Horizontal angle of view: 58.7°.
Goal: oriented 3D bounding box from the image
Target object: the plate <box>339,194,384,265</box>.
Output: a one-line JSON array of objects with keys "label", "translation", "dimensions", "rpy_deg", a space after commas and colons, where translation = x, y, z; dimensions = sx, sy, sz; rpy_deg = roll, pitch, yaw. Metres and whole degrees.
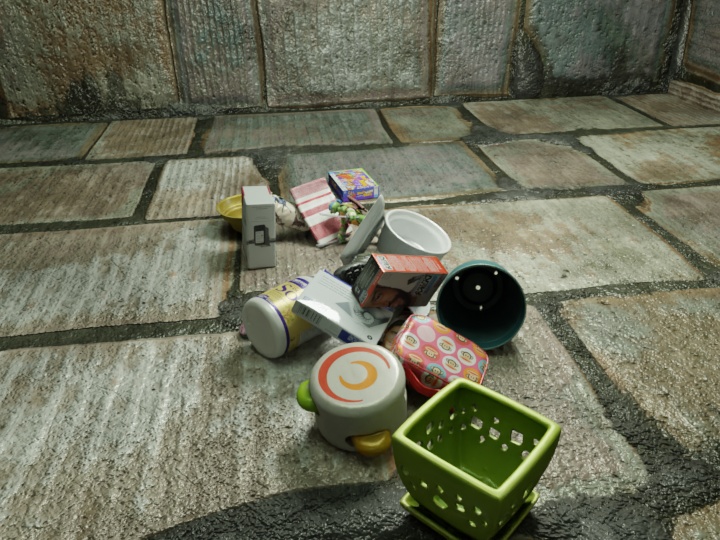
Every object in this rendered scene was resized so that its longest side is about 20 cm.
[{"label": "plate", "translation": [0.015, -0.097, 1.742], "dimensions": [0.032, 0.200, 0.200], "rpy_deg": [33, -5, 7]}]

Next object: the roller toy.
[{"label": "roller toy", "translation": [0.000, 0.244, 1.220], "dimensions": [0.200, 0.140, 0.182], "rpy_deg": [21, 46, 30]}]

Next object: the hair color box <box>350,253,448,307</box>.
[{"label": "hair color box", "translation": [0.090, 0.025, 1.449], "dimensions": [0.200, 0.111, 0.064], "rpy_deg": [2, 42, -37]}]

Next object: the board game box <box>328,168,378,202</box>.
[{"label": "board game box", "translation": [-0.028, -0.314, 2.338], "dimensions": [0.134, 0.045, 0.200], "rpy_deg": [-9, 30, -15]}]

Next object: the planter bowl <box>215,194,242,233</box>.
[{"label": "planter bowl", "translation": [-0.357, -0.172, 2.047], "dimensions": [0.200, 0.084, 0.201], "rpy_deg": [0, 29, 0]}]

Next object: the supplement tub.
[{"label": "supplement tub", "translation": [-0.156, 0.099, 1.482], "dimensions": [0.145, 0.146, 0.200], "rpy_deg": [25, 38, 38]}]

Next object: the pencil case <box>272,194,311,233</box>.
[{"label": "pencil case", "translation": [-0.202, -0.173, 1.977], "dimensions": [0.200, 0.090, 0.078], "rpy_deg": [16, -7, -31]}]

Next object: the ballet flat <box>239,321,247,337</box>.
[{"label": "ballet flat", "translation": [-0.213, 0.095, 1.568], "dimensions": [0.200, 0.071, 0.069], "rpy_deg": [-22, 35, -33]}]

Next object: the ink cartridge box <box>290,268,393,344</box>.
[{"label": "ink cartridge box", "translation": [-0.028, 0.078, 1.421], "dimensions": [0.199, 0.041, 0.200], "rpy_deg": [30, 33, 2]}]

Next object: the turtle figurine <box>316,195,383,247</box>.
[{"label": "turtle figurine", "translation": [-0.023, -0.121, 1.905], "dimensions": [0.193, 0.144, 0.200], "rpy_deg": [19, 32, 5]}]

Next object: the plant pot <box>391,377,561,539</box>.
[{"label": "plant pot", "translation": [0.181, 0.323, 1.027], "dimensions": [0.200, 0.182, 0.199], "rpy_deg": [22, 35, 36]}]

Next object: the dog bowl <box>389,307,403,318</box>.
[{"label": "dog bowl", "translation": [0.013, 0.063, 1.634], "dimensions": [0.199, 0.059, 0.200], "rpy_deg": [0, 28, 0]}]

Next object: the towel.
[{"label": "towel", "translation": [-0.119, -0.182, 1.976], "dimensions": [0.144, 0.200, 0.023], "rpy_deg": [-28, -2, -39]}]

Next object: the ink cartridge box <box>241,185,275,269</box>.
[{"label": "ink cartridge box", "translation": [-0.294, -0.125, 1.841], "dimensions": [0.083, 0.200, 0.145], "rpy_deg": [-5, 29, -15]}]

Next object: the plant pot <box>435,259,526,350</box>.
[{"label": "plant pot", "translation": [0.279, 0.060, 1.510], "dimensions": [0.199, 0.201, 0.188], "rpy_deg": [3, 15, 7]}]

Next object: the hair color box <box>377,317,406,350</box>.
[{"label": "hair color box", "translation": [0.071, 0.186, 1.406], "dimensions": [0.099, 0.061, 0.200], "rpy_deg": [15, 32, 26]}]

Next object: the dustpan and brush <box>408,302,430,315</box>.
[{"label": "dustpan and brush", "translation": [0.145, 0.050, 1.629], "dimensions": [0.057, 0.140, 0.200], "rpy_deg": [-32, -8, 11]}]

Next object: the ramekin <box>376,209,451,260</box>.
[{"label": "ramekin", "translation": [0.142, -0.074, 1.781], "dimensions": [0.200, 0.098, 0.201], "rpy_deg": [19, 33, -13]}]

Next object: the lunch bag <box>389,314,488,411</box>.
[{"label": "lunch bag", "translation": [0.155, 0.194, 1.306], "dimensions": [0.200, 0.082, 0.176], "rpy_deg": [30, 37, 4]}]

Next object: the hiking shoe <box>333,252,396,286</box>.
[{"label": "hiking shoe", "translation": [0.000, 0.000, 1.632], "dimensions": [0.200, 0.076, 0.101], "rpy_deg": [-14, 19, -37]}]
